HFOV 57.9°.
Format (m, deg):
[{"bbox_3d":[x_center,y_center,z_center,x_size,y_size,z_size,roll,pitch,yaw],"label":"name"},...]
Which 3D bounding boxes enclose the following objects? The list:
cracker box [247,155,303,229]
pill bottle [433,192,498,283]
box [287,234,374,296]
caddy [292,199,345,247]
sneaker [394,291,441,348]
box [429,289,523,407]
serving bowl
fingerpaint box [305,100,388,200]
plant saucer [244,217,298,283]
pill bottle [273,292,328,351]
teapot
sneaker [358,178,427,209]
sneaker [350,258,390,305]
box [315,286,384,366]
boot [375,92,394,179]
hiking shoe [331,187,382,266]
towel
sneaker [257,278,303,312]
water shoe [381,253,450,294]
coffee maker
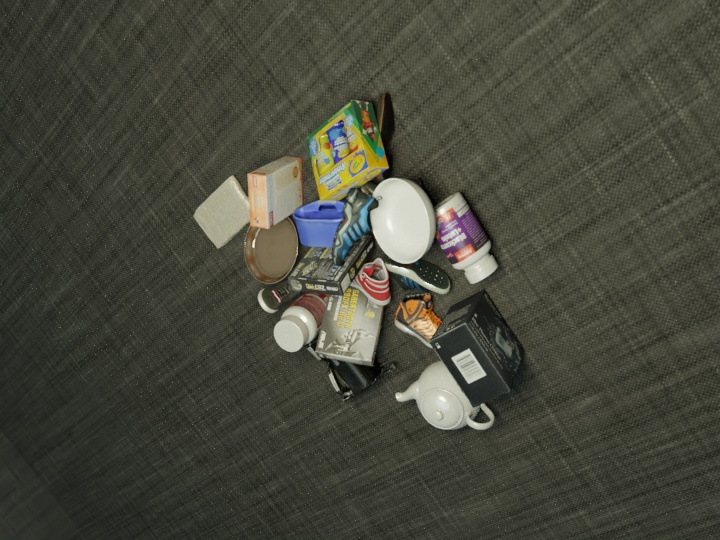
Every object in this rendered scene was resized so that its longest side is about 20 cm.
[{"bbox_3d":[-0.216,-0.205,1.678,0.056,0.200,0.137,10,115,19],"label":"cracker box"},{"bbox_3d":[0.247,-0.075,1.571,0.110,0.111,0.202,-31,96,31],"label":"pill bottle"},{"bbox_3d":[-0.073,-0.022,1.678,0.158,0.201,0.050,6,132,28],"label":"box"},{"bbox_3d":[-0.079,-0.134,1.680,0.195,0.142,0.108,3,116,22],"label":"caddy"},{"bbox_3d":[0.185,0.129,1.705,0.196,0.078,0.114,23,120,14],"label":"sneaker"},{"bbox_3d":[0.291,0.188,1.607,0.116,0.200,0.199,-32,97,32],"label":"box"},{"bbox_3d":[0.111,-0.123,1.541,0.198,0.065,0.205,26,125,43],"label":"serving bowl"},{"bbox_3d":[-0.038,-0.285,1.575,0.198,0.072,0.171,-24,76,47],"label":"fingerpaint box"},{"bbox_3d":[-0.243,-0.066,1.811,0.196,0.032,0.206,-1,88,33],"label":"plant saucer"},{"bbox_3d":[-0.153,0.135,1.790,0.107,0.200,0.112,9,115,20],"label":"pill bottle"},{"bbox_3d":[0.230,0.351,1.736,0.198,0.146,0.200,-31,97,30],"label":"teapot"},{"bbox_3d":[0.097,-0.199,1.621,0.198,0.076,0.116,35,116,-5],"label":"sneaker"},{"bbox_3d":[0.000,0.000,1.706,0.198,0.071,0.114,32,149,22],"label":"sneaker"},{"bbox_3d":[-0.023,0.141,1.734,0.154,0.205,0.049,8,156,13],"label":"box"},{"bbox_3d":[0.026,-0.328,1.588,0.095,0.074,0.206,9,102,28],"label":"boot"},{"bbox_3d":[-0.015,-0.093,1.565,0.085,0.075,0.204,17,117,-2],"label":"hiking shoe"},{"bbox_3d":[-0.387,-0.165,1.872,0.198,0.034,0.134,-34,96,30],"label":"towel"},{"bbox_3d":[-0.208,0.053,1.793,0.098,0.200,0.072,-35,87,20],"label":"sneaker"},{"bbox_3d":[0.143,0.018,1.695,0.197,0.072,0.080,26,141,18],"label":"water shoe"},{"bbox_3d":[-0.029,0.232,1.831,0.190,0.135,0.202,-36,95,7],"label":"coffee maker"}]
